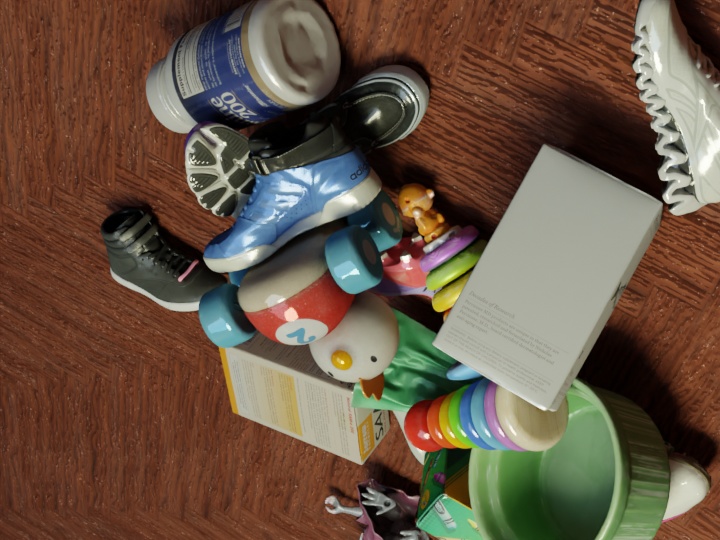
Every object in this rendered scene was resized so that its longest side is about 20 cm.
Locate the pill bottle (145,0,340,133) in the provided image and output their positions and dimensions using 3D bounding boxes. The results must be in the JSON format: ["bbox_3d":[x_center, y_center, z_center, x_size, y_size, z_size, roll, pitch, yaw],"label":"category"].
[{"bbox_3d":[-0.123,-0.198,1.216,0.199,0.111,0.111,-12,118,45],"label":"pill bottle"}]

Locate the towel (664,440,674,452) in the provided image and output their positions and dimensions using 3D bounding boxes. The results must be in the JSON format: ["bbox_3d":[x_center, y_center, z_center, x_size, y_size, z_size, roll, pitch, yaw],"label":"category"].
[{"bbox_3d":[0.231,0.193,1.350,0.199,0.023,0.153,28,139,16],"label":"towel"}]

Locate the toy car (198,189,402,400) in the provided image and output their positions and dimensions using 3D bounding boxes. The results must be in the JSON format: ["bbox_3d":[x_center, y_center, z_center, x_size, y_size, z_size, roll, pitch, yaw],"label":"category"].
[{"bbox_3d":[-0.023,0.055,1.233,0.184,0.177,0.201,-24,108,24],"label":"toy car"}]

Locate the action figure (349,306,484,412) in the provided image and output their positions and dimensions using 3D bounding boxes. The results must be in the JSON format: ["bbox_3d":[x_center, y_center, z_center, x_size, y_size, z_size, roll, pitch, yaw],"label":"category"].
[{"bbox_3d":[0.100,0.125,1.326,0.199,0.055,0.119,20,98,11],"label":"action figure"}]

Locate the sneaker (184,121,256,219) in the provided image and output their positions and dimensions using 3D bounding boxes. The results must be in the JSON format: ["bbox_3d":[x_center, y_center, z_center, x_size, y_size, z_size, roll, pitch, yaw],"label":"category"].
[{"bbox_3d":[-0.132,-0.098,1.255,0.084,0.081,0.200,49,180,28],"label":"sneaker"}]

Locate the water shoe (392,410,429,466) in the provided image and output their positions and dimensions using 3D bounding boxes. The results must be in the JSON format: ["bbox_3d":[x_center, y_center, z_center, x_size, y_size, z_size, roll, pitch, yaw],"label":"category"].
[{"bbox_3d":[0.069,0.132,1.410,0.079,0.072,0.201,-22,111,18],"label":"water shoe"}]

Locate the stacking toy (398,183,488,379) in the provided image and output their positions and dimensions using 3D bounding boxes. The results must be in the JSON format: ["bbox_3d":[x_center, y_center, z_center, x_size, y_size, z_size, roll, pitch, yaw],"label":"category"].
[{"bbox_3d":[0.099,-0.002,1.234,0.116,0.110,0.201,-34,90,34],"label":"stacking toy"}]

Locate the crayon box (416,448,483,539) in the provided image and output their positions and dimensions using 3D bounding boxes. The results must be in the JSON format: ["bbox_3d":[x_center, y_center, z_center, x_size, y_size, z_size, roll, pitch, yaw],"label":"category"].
[{"bbox_3d":[0.161,0.274,1.362,0.199,0.119,0.058,31,119,-11],"label":"crayon box"}]

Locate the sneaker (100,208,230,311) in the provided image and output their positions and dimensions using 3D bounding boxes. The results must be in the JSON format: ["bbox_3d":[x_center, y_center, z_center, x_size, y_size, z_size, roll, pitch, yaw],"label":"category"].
[{"bbox_3d":[-0.249,-0.017,1.513,0.199,0.071,0.100,17,140,33],"label":"sneaker"}]

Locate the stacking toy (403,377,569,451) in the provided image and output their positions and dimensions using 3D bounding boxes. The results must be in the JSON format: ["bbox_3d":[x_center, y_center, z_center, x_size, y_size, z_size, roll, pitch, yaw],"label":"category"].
[{"bbox_3d":[0.113,0.149,1.226,0.086,0.085,0.200,51,145,-11],"label":"stacking toy"}]

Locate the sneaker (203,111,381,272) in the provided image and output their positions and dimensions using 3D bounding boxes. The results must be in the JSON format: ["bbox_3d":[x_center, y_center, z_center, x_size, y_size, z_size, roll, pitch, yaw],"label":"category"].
[{"bbox_3d":[-0.089,-0.081,1.181,0.199,0.077,0.112,-24,112,25],"label":"sneaker"}]

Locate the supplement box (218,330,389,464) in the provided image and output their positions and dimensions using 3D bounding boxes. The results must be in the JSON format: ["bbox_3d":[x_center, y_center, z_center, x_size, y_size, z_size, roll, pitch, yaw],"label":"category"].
[{"bbox_3d":[-0.068,0.141,1.507,0.199,0.074,0.127,18,135,26],"label":"supplement box"}]

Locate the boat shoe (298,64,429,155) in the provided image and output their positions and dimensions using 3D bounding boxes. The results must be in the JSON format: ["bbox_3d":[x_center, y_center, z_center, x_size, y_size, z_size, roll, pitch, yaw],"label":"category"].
[{"bbox_3d":[-0.011,-0.136,1.212,0.072,0.071,0.200,51,140,-12],"label":"boat shoe"}]

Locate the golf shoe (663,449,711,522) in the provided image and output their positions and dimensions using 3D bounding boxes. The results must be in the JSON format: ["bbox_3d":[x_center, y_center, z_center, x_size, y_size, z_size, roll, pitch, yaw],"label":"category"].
[{"bbox_3d":[0.277,0.249,1.273,0.073,0.092,0.200,47,138,-11],"label":"golf shoe"}]

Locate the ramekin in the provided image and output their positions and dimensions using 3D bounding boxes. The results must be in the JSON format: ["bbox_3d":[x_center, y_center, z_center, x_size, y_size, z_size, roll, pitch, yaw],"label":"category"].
[{"bbox_3d":[0.211,0.205,1.222,0.097,0.201,0.199,14,158,-38],"label":"ramekin"}]

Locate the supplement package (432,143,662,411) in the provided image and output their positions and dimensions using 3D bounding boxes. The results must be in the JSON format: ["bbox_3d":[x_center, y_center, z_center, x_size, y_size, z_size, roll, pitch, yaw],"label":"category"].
[{"bbox_3d":[0.167,0.010,1.079,0.117,0.201,0.117,29,-179,15],"label":"supplement package"}]

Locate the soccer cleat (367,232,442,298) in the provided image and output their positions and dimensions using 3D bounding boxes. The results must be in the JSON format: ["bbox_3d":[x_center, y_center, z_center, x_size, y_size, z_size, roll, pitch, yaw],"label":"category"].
[{"bbox_3d":[0.000,0.000,1.335,0.199,0.067,0.077,0,130,36],"label":"soccer cleat"}]

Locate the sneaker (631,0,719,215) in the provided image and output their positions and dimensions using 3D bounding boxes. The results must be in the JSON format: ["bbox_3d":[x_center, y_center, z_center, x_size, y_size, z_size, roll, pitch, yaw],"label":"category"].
[{"bbox_3d":[0.270,-0.140,0.989,0.081,0.075,0.201,-7,124,27],"label":"sneaker"}]

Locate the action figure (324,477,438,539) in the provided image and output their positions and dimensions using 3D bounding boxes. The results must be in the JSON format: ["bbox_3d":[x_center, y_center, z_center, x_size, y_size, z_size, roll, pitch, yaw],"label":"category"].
[{"bbox_3d":[0.034,0.342,1.616,0.148,0.135,0.200,-5,151,-10],"label":"action figure"}]
